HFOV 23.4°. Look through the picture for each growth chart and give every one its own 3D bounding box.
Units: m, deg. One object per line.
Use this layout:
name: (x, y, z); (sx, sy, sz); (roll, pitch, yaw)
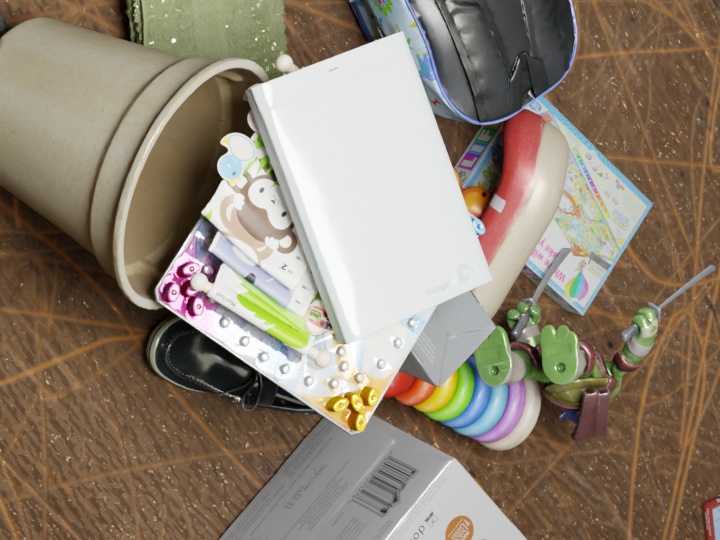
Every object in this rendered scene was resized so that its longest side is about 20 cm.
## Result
growth chart: (-0.049, -0.047, 1.306); (0.144, 0.018, 0.202); (26, 79, -19)

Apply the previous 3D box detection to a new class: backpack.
backpack: (0.089, -0.237, 1.518); (0.182, 0.147, 0.201); (-30, 110, -23)

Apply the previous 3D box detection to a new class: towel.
towel: (-0.128, -0.211, 1.449); (0.147, 0.036, 0.202); (-19, 116, -28)

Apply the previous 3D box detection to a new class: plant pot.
plant pot: (-0.194, -0.100, 1.335); (0.201, 0.182, 0.201); (-49, 154, -34)

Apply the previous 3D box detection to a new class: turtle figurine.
turtle figurine: (0.190, 0.048, 1.576); (0.193, 0.143, 0.201); (2, 117, -60)

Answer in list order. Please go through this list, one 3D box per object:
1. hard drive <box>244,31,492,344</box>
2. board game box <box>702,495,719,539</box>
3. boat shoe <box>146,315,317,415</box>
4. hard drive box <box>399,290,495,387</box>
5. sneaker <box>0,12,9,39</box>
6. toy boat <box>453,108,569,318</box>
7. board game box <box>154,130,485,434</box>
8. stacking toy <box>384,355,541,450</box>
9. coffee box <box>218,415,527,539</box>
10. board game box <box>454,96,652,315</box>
hard drive: (0.008, -0.063, 1.306); (0.131, 0.026, 0.202); (-23, 96, -21)
board game box: (0.462, 0.273, 1.920); (0.199, 0.019, 0.104); (-18, 107, -27)
boat shoe: (-0.093, 0.084, 1.526); (0.199, 0.062, 0.075); (18, 93, -31)
hard drive box: (0.000, 0.000, 1.482); (0.077, 0.200, 0.156); (-44, 119, -16)
sneaker: (-0.365, -0.172, 1.312); (0.199, 0.073, 0.113); (-32, 112, -30)
toy boat: (0.100, -0.057, 1.553); (0.130, 0.131, 0.201); (30, 103, 0)
board game box: (-0.026, -0.009, 1.337); (0.199, 0.026, 0.201); (35, 78, -17)
stacking toy: (0.074, 0.103, 1.601); (0.199, 0.085, 0.086); (23, 88, -40)
coffee box: (0.022, 0.272, 1.551); (0.200, 0.200, 0.198); (-48, 120, -13)
board game box: (0.180, -0.068, 1.673); (0.200, 0.034, 0.135); (40, 79, -31)
